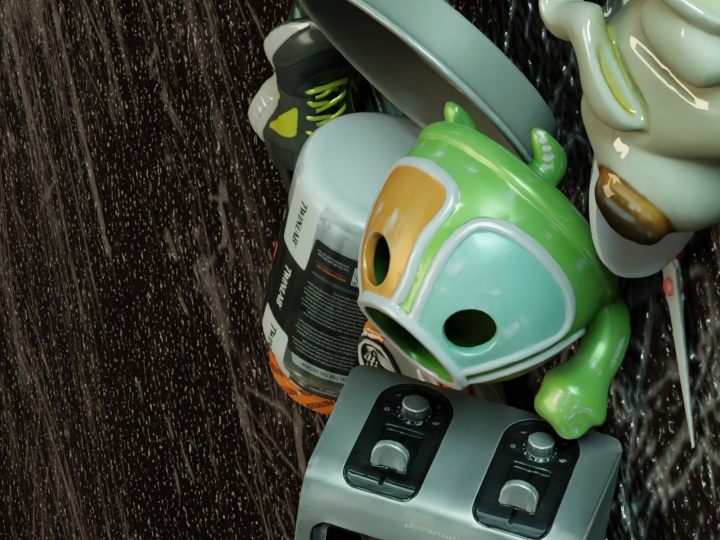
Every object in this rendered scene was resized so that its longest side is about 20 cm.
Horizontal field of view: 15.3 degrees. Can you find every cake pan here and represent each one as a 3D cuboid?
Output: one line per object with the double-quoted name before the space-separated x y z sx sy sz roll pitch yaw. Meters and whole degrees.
"cake pan" 0.043 -0.125 1.634 0.200 0.037 0.200 40 173 6

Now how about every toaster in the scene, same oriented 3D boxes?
"toaster" 0.051 0.179 1.645 0.119 0.180 0.201 -58 -19 -53

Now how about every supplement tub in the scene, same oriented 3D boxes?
"supplement tub" 0.000 0.000 1.826 0.201 0.122 0.123 106 149 -45

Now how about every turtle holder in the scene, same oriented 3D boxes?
"turtle holder" 0.076 0.005 1.554 0.141 0.132 0.186 30 164 37

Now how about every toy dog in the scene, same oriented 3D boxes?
"toy dog" 0.182 -0.099 1.333 0.194 0.140 0.200 41 148 5

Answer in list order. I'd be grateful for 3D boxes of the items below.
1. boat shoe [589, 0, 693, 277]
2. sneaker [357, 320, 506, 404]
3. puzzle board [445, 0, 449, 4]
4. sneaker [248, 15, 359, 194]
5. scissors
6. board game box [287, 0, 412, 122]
"boat shoe" 0.159 -0.097 1.461 0.057 0.068 0.202 -125 39 -65
"sneaker" 0.079 0.107 1.746 0.075 0.092 0.201 -29 85 24
"puzzle board" -0.003 -0.256 1.640 0.201 0.017 0.151 60 -175 11
"sneaker" -0.025 -0.116 1.865 0.200 0.074 0.085 111 140 -67
"scissors" 0.176 -0.004 1.507 0.073 0.014 0.202 140 122 -64
"board game box" 0.000 -0.146 1.909 0.136 0.028 0.201 112 144 -53
